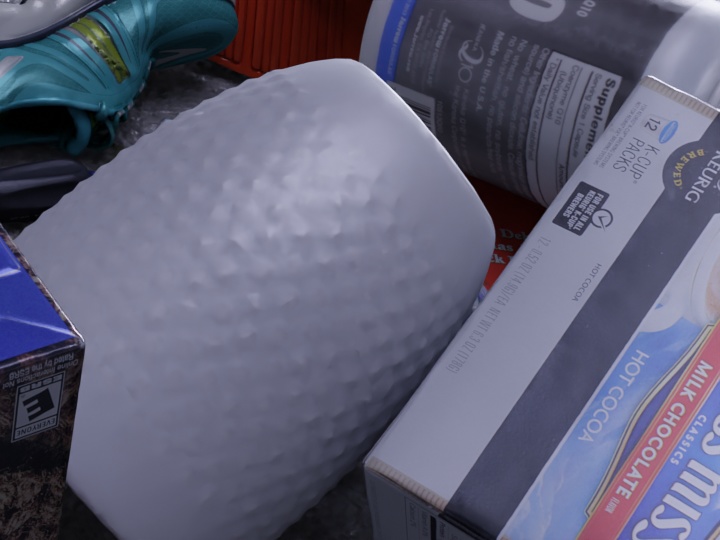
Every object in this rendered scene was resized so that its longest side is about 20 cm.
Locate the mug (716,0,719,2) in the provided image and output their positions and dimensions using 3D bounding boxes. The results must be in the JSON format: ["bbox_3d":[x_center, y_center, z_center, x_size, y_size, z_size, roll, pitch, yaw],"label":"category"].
[{"bbox_3d":[0.215,-0.133,1.050,0.174,0.200,0.149,-19,89,-11],"label":"mug"}]

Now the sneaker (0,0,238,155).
[{"bbox_3d":[-0.142,-0.095,0.944,0.199,0.078,0.080,-23,72,-33],"label":"sneaker"}]

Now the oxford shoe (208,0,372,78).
[{"bbox_3d":[-0.018,-0.140,1.052,0.198,0.072,0.073,8,14,-13],"label":"oxford shoe"}]

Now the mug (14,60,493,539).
[{"bbox_3d":[-0.034,0.023,0.731,0.175,0.200,0.148,-40,55,-4],"label":"mug"}]

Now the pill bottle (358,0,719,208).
[{"bbox_3d":[0.108,-0.080,0.852,0.199,0.115,0.114,24,37,27],"label":"pill bottle"}]

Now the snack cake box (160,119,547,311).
[{"bbox_3d":[0.000,0.000,0.880,0.198,0.068,0.116,7,38,-16],"label":"snack cake box"}]

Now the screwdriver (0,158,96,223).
[{"bbox_3d":[-0.099,-0.050,0.922,0.198,0.029,0.028,-14,49,-27],"label":"screwdriver"}]

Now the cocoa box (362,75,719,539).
[{"bbox_3d":[0.111,0.058,0.708,0.130,0.134,0.201,29,65,21],"label":"cocoa box"}]

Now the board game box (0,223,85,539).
[{"bbox_3d":[-0.186,0.083,0.590,0.158,0.201,0.097,-19,51,-32],"label":"board game box"}]
